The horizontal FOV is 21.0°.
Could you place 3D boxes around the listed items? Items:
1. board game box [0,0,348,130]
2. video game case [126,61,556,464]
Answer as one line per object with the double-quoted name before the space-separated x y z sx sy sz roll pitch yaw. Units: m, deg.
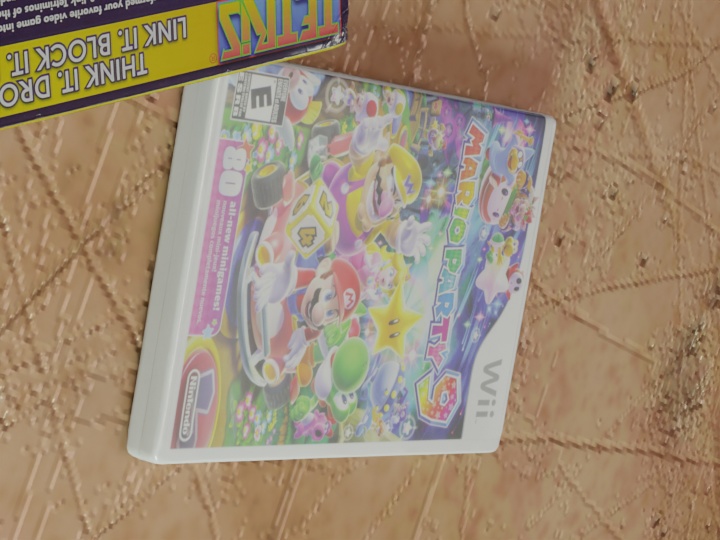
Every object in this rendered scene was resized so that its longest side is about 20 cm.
"board game box" -0.089 -0.133 0.566 0.200 0.057 0.166 -19 117 -45
"video game case" 0.000 0.000 0.735 0.200 0.018 0.143 4 96 -50
